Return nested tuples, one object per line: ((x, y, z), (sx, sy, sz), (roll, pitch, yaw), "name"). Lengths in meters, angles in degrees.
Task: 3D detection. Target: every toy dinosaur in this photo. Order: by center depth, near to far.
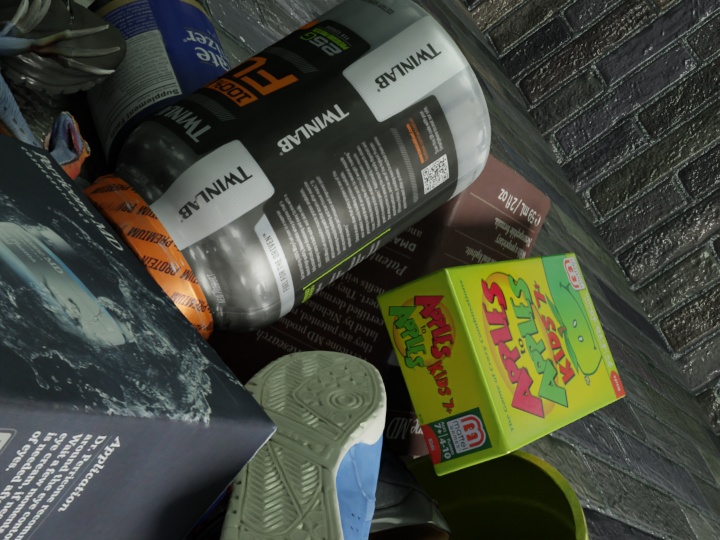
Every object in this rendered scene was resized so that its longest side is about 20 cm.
((-0.235, -0.123, 0.687), (0.105, 0.199, 0.183), (-107, -178, -69), "toy dinosaur")

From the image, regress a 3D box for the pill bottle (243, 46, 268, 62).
((-0.038, -0.122, 1.169), (0.200, 0.113, 0.113), (39, 23, -43), "pill bottle")

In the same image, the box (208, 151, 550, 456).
((0.000, 0.000, 0.807), (0.164, 0.201, 0.166), (24, 2, 26), "box")

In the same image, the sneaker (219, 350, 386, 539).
((-0.028, 0.128, 0.568), (0.200, 0.076, 0.112), (-85, 179, -62), "sneaker")

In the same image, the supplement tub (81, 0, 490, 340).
((-0.040, -0.050, 0.630), (0.123, 0.200, 0.123), (45, -23, 25), "supplement tub")

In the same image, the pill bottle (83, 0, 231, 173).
((-0.138, -0.108, 0.885), (0.112, 0.112, 0.201), (30, 30, -53), "pill bottle")

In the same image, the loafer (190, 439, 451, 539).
((-0.032, 0.155, 0.622), (0.072, 0.073, 0.200), (35, 45, 27), "loafer")

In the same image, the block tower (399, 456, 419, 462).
((0.036, 0.164, 0.877), (0.054, 0.058, 0.201), (30, 31, -55), "block tower")

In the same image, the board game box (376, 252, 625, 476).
((0.091, 0.048, 0.717), (0.200, 0.047, 0.102), (-6, 76, -60), "board game box")

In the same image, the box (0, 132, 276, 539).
((-0.171, 0.029, 0.469), (0.197, 0.118, 0.200), (46, 12, 25), "box")

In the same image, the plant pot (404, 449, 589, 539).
((0.075, 0.243, 0.706), (0.193, 0.199, 0.201), (58, 14, -27), "plant pot")

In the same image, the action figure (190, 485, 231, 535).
((-0.105, 0.124, 0.647), (0.200, 0.099, 0.065), (-25, 82, -50), "action figure")

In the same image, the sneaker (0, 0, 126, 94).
((-0.224, -0.177, 0.772), (0.199, 0.091, 0.076), (12, 39, -51), "sneaker")
